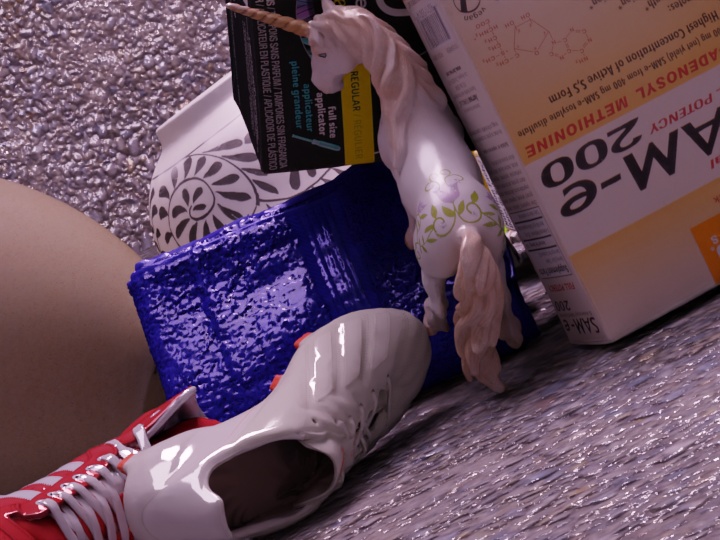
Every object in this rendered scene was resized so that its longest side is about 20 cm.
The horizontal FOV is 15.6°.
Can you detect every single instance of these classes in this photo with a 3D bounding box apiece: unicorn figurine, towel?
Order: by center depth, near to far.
[{"bbox_3d":[0.029,-0.046,1.270,0.074,0.138,0.200,-32,51,-11],"label":"unicorn figurine"},{"bbox_3d":[-0.020,0.014,1.368,0.199,0.148,0.050,-27,-38,5],"label":"towel"}]

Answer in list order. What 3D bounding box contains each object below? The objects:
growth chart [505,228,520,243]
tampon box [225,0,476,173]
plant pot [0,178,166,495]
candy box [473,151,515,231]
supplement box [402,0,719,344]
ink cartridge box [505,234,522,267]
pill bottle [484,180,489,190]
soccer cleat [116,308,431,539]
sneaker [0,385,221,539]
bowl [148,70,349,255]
[{"bbox_3d":[0.109,-0.049,1.602,0.145,0.018,0.200,-52,5,-12],"label":"growth chart"},{"bbox_3d":[0.033,-0.148,1.359,0.199,0.151,0.126,-8,23,-7],"label":"tampon box"},{"bbox_3d":[-0.171,0.058,1.505,0.134,0.202,0.200,12,17,13],"label":"plant pot"},{"bbox_3d":[0.156,-0.057,1.413,0.115,0.056,0.200,-28,17,-15],"label":"candy box"},{"bbox_3d":[0.118,-0.081,1.250,0.126,0.201,0.074,-28,3,-10],"label":"supplement box"},{"bbox_3d":[0.000,0.000,1.525,0.145,0.084,0.200,-37,7,-3],"label":"ink cartridge box"},{"bbox_3d":[0.103,-0.093,1.840,0.199,0.113,0.112,-24,6,18],"label":"pill bottle"},{"bbox_3d":[-0.024,0.077,1.202,0.077,0.070,0.200,6,27,43],"label":"soccer cleat"},{"bbox_3d":[-0.114,0.112,1.206,0.112,0.072,0.200,-28,3,15],"label":"sneaker"},{"bbox_3d":[-0.060,-0.073,1.571,0.200,0.094,0.201,-36,5,4],"label":"bowl"}]
